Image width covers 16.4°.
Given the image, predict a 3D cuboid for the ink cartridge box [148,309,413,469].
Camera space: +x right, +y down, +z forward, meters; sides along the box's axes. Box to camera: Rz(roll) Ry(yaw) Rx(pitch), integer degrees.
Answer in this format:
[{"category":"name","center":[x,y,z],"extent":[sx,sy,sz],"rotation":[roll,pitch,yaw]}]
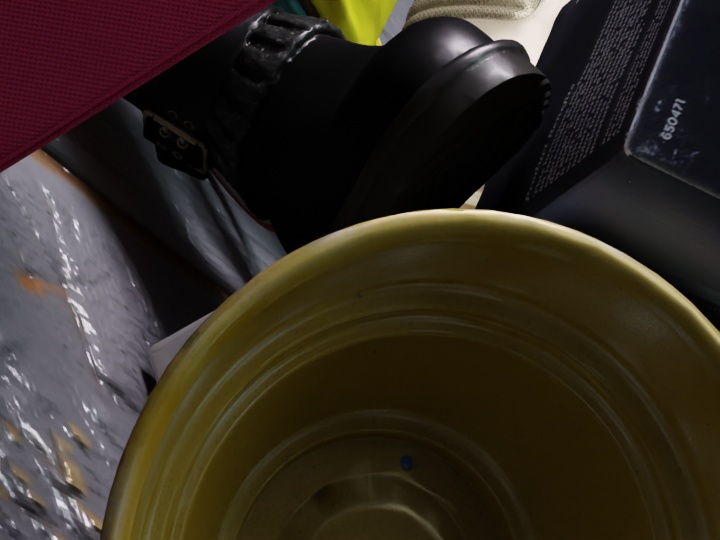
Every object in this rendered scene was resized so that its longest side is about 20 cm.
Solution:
[{"category":"ink cartridge box","center":[0.019,0.092,0.856],"extent":[0.200,0.067,0.116],"rotation":[41,24,-53]}]

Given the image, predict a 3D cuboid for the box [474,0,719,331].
[{"category":"box","center":[0.160,-0.022,0.810],"extent":[0.200,0.123,0.198],"rotation":[25,-15,-6]}]

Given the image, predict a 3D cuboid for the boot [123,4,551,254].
[{"category":"boot","center":[-0.031,-0.070,0.847],"extent":[0.158,0.079,0.211],"rotation":[49,-21,3]}]

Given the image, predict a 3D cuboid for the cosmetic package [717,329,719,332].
[{"category":"cosmetic package","center":[0.107,0.052,0.807],"extent":[0.200,0.051,0.083],"rotation":[32,-13,-27]}]

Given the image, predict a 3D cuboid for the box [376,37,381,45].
[{"category":"box","center":[-0.037,-0.120,1.081],"extent":[0.200,0.070,0.064],"rotation":[-106,-174,-48]}]

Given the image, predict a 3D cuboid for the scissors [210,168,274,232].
[{"category":"scissors","center":[0.000,0.000,0.972],"extent":[0.200,0.014,0.073],"rotation":[51,-32,4]}]

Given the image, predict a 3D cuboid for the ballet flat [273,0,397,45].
[{"category":"ballet flat","center":[-0.037,-0.152,0.922],"extent":[0.067,0.067,0.200],"rotation":[35,-12,42]}]

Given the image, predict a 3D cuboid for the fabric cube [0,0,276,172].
[{"category":"fabric cube","center":[-0.105,-0.153,0.670],"extent":[0.200,0.199,0.196],"rotation":[54,13,-19]}]

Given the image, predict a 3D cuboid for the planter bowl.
[{"category":"planter bowl","center":[0.017,0.088,0.686],"extent":[0.200,0.200,0.083],"rotation":[57,-19,-6]}]

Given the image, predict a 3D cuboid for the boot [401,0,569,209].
[{"category":"boot","center":[0.088,-0.049,1.086],"extent":[0.073,0.200,0.155],"rotation":[89,24,-47]}]
